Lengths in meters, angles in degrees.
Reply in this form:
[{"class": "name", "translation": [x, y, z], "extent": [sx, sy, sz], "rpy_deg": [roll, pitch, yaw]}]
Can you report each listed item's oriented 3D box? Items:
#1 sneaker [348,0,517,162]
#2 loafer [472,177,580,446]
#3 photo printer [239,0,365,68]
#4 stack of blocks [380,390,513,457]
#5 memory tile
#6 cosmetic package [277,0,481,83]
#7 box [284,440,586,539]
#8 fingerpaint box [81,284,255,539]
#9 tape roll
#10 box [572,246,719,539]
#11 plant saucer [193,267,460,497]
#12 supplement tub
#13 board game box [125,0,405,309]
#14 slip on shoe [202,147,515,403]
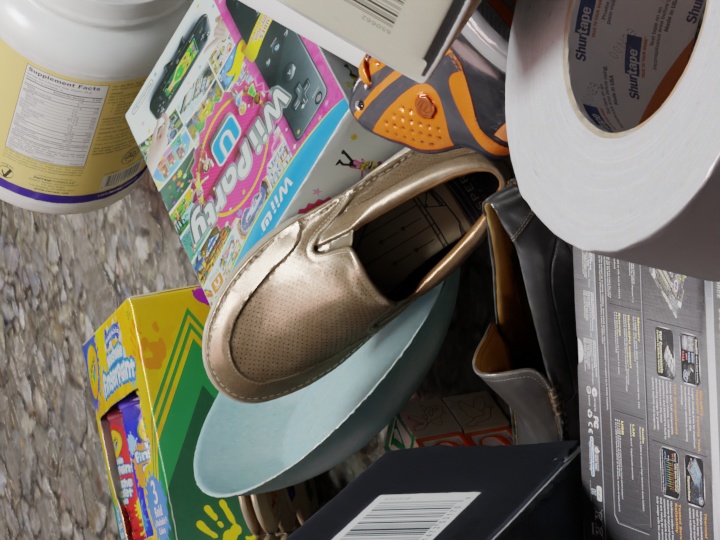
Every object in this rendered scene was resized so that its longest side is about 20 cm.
[{"class": "sneaker", "translation": [0.014, -0.130, 1.299], "extent": [0.200, 0.077, 0.112], "rpy_deg": [55, 140, 21]}, {"class": "loafer", "translation": [0.085, 0.042, 1.358], "extent": [0.073, 0.072, 0.200], "rpy_deg": [33, 127, 57]}, {"class": "photo printer", "translation": [0.020, -0.178, 1.387], "extent": [0.200, 0.069, 0.167], "rpy_deg": [31, 127, 37]}, {"class": "stack of blocks", "translation": [0.037, 0.163, 1.511], "extent": [0.115, 0.058, 0.200], "rpy_deg": [55, 144, 44]}, {"class": "memory tile", "translation": [-0.042, 0.153, 1.633], "extent": [0.153, 0.017, 0.200], "rpy_deg": [25, -126, -77]}, {"class": "cosmetic package", "translation": [0.048, -0.190, 1.211], "extent": [0.087, 0.200, 0.103], "rpy_deg": [30, 144, 3]}, {"class": "box", "translation": [0.037, 0.208, 1.302], "extent": [0.117, 0.197, 0.200], "rpy_deg": [-4, 107, 30]}, {"class": "fingerpaint box", "translation": [-0.115, 0.107, 1.763], "extent": [0.200, 0.073, 0.167], "rpy_deg": [146, 113, -73]}, {"class": "tape roll", "translation": [0.138, -0.099, 1.144], "extent": [0.200, 0.066, 0.201], "rpy_deg": [-36, 48, 54]}, {"class": "box", "translation": [0.154, 0.043, 1.240], "extent": [0.158, 0.048, 0.200], "rpy_deg": [13, 109, 62]}, {"class": "plant saucer", "translation": [-0.007, 0.051, 1.493], "extent": [0.039, 0.201, 0.201], "rpy_deg": [41, 162, -18]}, {"class": "supplement tub", "translation": [-0.181, -0.147, 1.776], "extent": [0.146, 0.145, 0.200], "rpy_deg": [66, 150, 30]}, {"class": "board game box", "translation": [-0.045, -0.079, 1.521], "extent": [0.148, 0.064, 0.200], "rpy_deg": [-57, 36, 24]}, {"class": "slip on shoe", "translation": [0.000, 0.000, 1.409], "extent": [0.076, 0.200, 0.061], "rpy_deg": [51, -168, -16]}]
